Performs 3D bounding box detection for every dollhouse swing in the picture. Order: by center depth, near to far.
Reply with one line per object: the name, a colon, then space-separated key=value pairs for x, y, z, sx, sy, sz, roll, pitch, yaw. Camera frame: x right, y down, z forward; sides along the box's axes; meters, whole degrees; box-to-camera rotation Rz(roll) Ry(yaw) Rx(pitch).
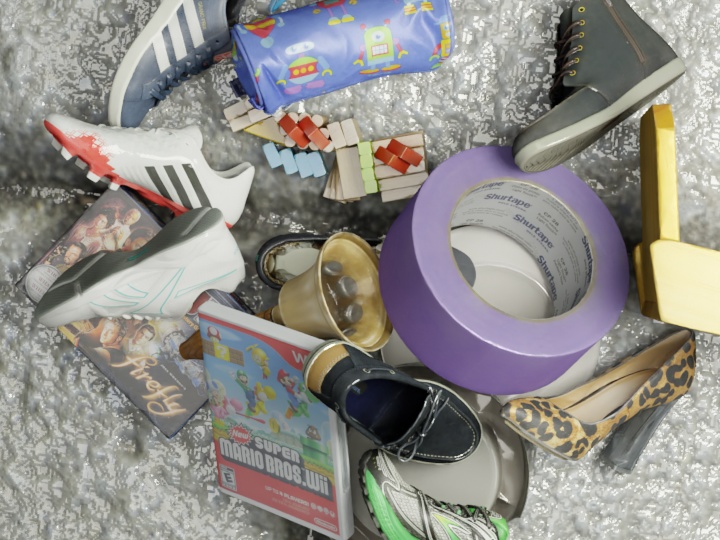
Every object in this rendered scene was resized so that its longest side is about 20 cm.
dollhouse swing: x=0.310 y=-0.033 z=1.653 sx=0.181 sy=0.200 sz=0.176 roll=13 pitch=90 yaw=4

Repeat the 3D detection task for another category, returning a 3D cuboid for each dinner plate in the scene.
dinner plate: x=0.116 y=0.058 z=1.765 sx=0.200 sy=0.024 sz=0.201 roll=1 pitch=95 yaw=6

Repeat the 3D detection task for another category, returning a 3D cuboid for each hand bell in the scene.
hand bell: x=-0.079 y=0.044 z=1.706 sx=0.200 sy=0.104 sz=0.104 roll=-19 pitch=92 yaw=34

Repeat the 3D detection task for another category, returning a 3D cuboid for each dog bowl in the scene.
dog bowl: x=0.053 y=0.173 z=1.748 sx=0.200 sy=0.059 sz=0.200 roll=2 pitch=102 yaw=9

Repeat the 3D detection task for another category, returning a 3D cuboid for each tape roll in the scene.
tape roll: x=0.122 y=0.000 z=1.675 sx=0.200 sy=0.085 sz=0.200 roll=10 pitch=61 yaw=-18

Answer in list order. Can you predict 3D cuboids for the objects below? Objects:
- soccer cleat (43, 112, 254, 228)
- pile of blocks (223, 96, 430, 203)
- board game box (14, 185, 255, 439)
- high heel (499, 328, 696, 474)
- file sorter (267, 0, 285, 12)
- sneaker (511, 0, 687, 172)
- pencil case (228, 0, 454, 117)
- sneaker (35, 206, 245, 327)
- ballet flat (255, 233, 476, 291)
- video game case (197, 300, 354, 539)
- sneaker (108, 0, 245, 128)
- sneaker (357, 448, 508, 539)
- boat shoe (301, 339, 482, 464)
soccer cleat: x=-0.185 y=-0.102 z=1.735 sx=0.200 sy=0.069 sz=0.085 roll=29 pitch=94 yaw=-23
pile of blocks: x=-0.031 y=-0.105 z=1.747 sx=0.200 sy=0.062 sz=0.082 roll=15 pitch=95 yaw=5
board game box: x=-0.196 y=0.035 z=1.786 sx=0.200 sy=0.035 sz=0.136 roll=44 pitch=96 yaw=1
high heel: x=0.206 y=0.094 z=1.691 sx=0.071 sy=0.200 sz=0.143 roll=38 pitch=103 yaw=43
file sorter: x=-0.100 y=-0.343 z=1.676 sx=0.200 sy=0.139 sz=0.123 roll=41 pitch=60 yaw=2
sneaker: x=0.180 y=-0.164 z=1.690 sx=0.200 sy=0.075 sz=0.106 roll=-33 pitch=81 yaw=-33
pencil case: x=-0.016 y=-0.194 z=1.708 sx=0.200 sy=0.078 sz=0.087 roll=-17 pitch=104 yaw=-10
sneaker: x=-0.194 y=0.017 z=1.733 sx=0.200 sy=0.070 sz=0.080 roll=-21 pitch=120 yaw=16
ballet flat: x=0.000 y=0.000 z=1.736 sx=0.200 sy=0.073 sz=0.073 roll=5 pitch=95 yaw=12
video game case: x=-0.073 y=0.132 z=1.700 sx=0.143 sy=0.017 sz=0.200 roll=18 pitch=128 yaw=31
sneaker: x=-0.147 y=-0.197 z=1.744 sx=0.084 sy=0.075 sz=0.200 roll=33 pitch=96 yaw=7
sneaker: x=0.075 y=0.222 z=1.695 sx=0.085 sy=0.078 sz=0.200 roll=-44 pitch=102 yaw=8
boat shoe: x=0.035 y=0.120 z=1.632 sx=0.200 sy=0.062 sz=0.075 roll=32 pitch=95 yaw=-40
